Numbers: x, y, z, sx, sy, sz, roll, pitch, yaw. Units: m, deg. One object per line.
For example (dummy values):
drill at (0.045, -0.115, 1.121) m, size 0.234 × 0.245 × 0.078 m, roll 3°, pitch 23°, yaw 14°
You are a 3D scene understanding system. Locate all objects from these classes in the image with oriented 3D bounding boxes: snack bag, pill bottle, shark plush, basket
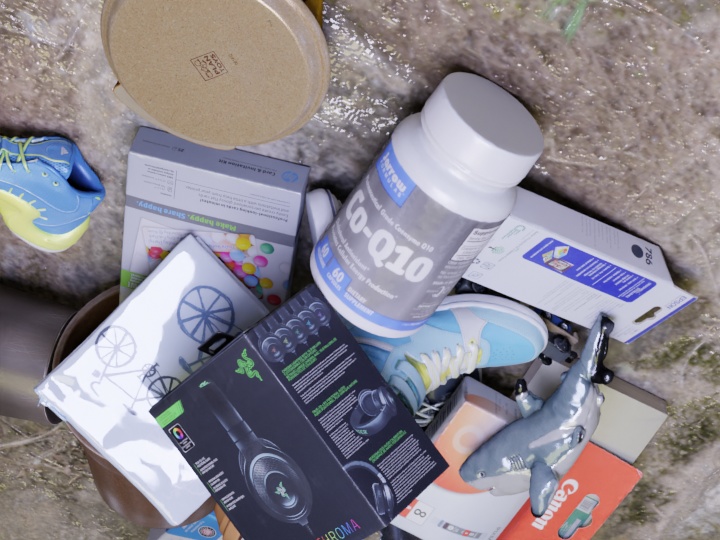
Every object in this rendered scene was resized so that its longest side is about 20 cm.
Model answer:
snack bag at (-0.154, 0.101, 1.505) m, size 0.189 × 0.200 × 0.021 m, roll 46°, pitch 178°, yaw -14°
pill bottle at (0.053, -0.052, 1.362) m, size 0.113 × 0.114 × 0.200 m, roll 27°, pitch 123°, yaw -13°
shark plush at (0.162, 0.128, 1.494) m, size 0.083 × 0.091 × 0.201 m, roll 31°, pitch 127°, yaw 6°
basket at (-0.370, 0.071, 1.644) m, size 0.198 × 0.137 × 0.180 m, roll 13°, pitch 168°, yaw 10°

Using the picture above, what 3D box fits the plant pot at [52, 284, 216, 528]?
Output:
plant pot at (-0.189, 0.141, 1.655) m, size 0.199 × 0.202 × 0.199 m, roll 14°, pitch 149°, yaw 3°

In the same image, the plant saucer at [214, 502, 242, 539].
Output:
plant saucer at (-0.085, 0.167, 1.632) m, size 0.037 × 0.201 × 0.201 m, roll 28°, pitch 141°, yaw 2°

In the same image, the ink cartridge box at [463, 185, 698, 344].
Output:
ink cartridge box at (0.177, -0.003, 1.445) m, size 0.199 × 0.039 × 0.099 m, roll 23°, pitch 142°, yaw -24°

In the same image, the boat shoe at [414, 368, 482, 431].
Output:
boat shoe at (0.077, 0.131, 1.636) m, size 0.074 × 0.062 × 0.201 m, roll 5°, pitch 140°, yaw 11°

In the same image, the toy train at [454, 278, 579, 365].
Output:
toy train at (0.113, 0.022, 1.509) m, size 0.199 × 0.046 × 0.034 m, roll 34°, pitch 130°, yaw -18°

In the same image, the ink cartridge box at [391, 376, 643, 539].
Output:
ink cartridge box at (0.139, 0.210, 1.607) m, size 0.199 × 0.050 × 0.163 m, roll 30°, pitch 119°, yaw -8°

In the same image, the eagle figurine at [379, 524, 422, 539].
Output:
eagle figurine at (0.082, 0.258, 1.741) m, size 0.198 × 0.152 × 0.152 m, roll 14°, pitch 153°, yaw -15°

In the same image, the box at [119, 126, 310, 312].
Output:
box at (-0.133, -0.022, 1.525) m, size 0.155 × 0.041 × 0.201 m, roll 14°, pitch 133°, yaw 3°

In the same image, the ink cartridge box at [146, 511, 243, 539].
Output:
ink cartridge box at (-0.115, 0.294, 1.878) m, size 0.199 × 0.085 × 0.145 m, roll 29°, pitch 140°, yaw -15°

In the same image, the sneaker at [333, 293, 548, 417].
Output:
sneaker at (0.060, 0.086, 1.454) m, size 0.198 × 0.131 × 0.080 m, roll 2°, pitch 134°, yaw 3°

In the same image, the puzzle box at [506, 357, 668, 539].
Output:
puzzle box at (0.182, 0.174, 1.627) m, size 0.132 × 0.025 × 0.201 m, roll 25°, pitch 120°, yaw -11°

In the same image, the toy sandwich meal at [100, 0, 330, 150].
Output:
toy sandwich meal at (-0.110, -0.176, 1.340) m, size 0.203 × 0.071 × 0.206 m, roll 9°, pitch 136°, yaw 9°

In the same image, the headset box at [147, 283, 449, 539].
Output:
headset box at (-0.057, 0.130, 1.404) m, size 0.201 × 0.093 × 0.174 m, roll 54°, pitch 138°, yaw 0°

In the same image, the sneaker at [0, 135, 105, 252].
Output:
sneaker at (-0.308, -0.100, 1.503) m, size 0.199 × 0.076 × 0.105 m, roll 34°, pitch 126°, yaw -31°

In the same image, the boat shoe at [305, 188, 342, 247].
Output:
boat shoe at (0.000, 0.000, 1.515) m, size 0.069 × 0.071 × 0.201 m, roll -16°, pitch 133°, yaw 0°
